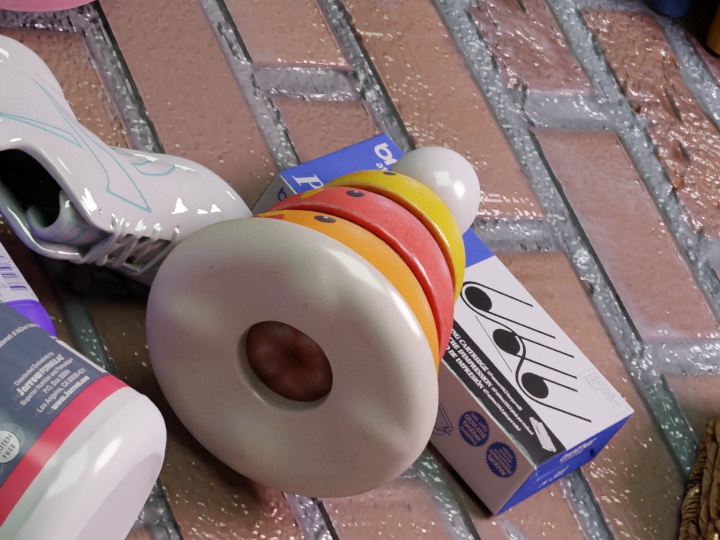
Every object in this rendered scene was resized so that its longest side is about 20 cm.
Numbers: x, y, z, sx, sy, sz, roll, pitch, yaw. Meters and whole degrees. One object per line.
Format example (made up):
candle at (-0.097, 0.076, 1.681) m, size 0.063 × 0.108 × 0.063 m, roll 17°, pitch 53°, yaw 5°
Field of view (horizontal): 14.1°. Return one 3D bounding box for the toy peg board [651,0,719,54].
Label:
toy peg board at (0.274, -0.183, 1.845) m, size 0.198 × 0.098 × 0.200 m, roll 23°, pitch 37°, yaw 8°

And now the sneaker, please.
sneaker at (-0.125, -0.028, 1.358) m, size 0.200 × 0.070 × 0.080 m, roll 33°, pitch 28°, yaw -29°

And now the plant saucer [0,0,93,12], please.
plant saucer at (-0.189, -0.225, 1.483) m, size 0.200 × 0.051 × 0.201 m, roll 19°, pitch 48°, yaw -22°

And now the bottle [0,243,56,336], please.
bottle at (-0.217, -0.021, 1.308) m, size 0.083 × 0.065 × 0.200 m, roll -15°, pitch 60°, yaw -44°

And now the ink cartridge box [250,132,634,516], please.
ink cartridge box at (0.039, 0.024, 1.473) m, size 0.200 × 0.044 × 0.094 m, roll 48°, pitch 38°, yaw 15°

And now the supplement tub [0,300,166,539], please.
supplement tub at (-0.192, 0.063, 1.171) m, size 0.200 × 0.141 × 0.140 m, roll 33°, pitch 38°, yaw 8°

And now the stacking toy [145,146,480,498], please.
stacking toy at (0.000, 0.000, 1.381) m, size 0.146 × 0.146 × 0.200 m, roll 37°, pitch 40°, yaw 1°

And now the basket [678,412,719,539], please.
basket at (0.266, 0.140, 1.514) m, size 0.199 × 0.149 × 0.143 m, roll 28°, pitch 6°, yaw -10°
